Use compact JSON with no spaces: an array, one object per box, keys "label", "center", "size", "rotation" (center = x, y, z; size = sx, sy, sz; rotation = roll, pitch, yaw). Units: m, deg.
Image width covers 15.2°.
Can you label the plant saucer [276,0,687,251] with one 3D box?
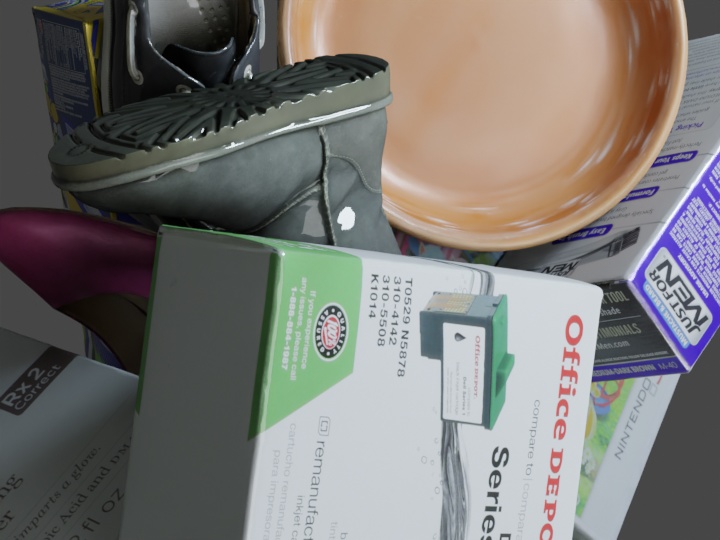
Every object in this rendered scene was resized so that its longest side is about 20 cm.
[{"label":"plant saucer","center":[0.056,-0.108,1.283],"size":[0.199,0.037,0.201],"rotation":[1,86,-12]}]

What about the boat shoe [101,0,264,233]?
[{"label":"boat shoe","center":[-0.075,-0.105,1.218],"size":[0.074,0.060,0.201],"rotation":[-12,106,-26]}]

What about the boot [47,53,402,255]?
[{"label":"boot","center":[-0.042,0.018,1.199],"size":[0.181,0.073,0.201],"rotation":[-14,113,-26]}]

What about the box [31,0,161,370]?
[{"label":"box","center":[-0.101,-0.032,1.293],"size":[0.070,0.064,0.201],"rotation":[-15,109,-25]}]

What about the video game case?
[{"label":"video game case","center":[0.088,0.013,1.347],"size":[0.200,0.022,0.183],"rotation":[40,60,-29]}]

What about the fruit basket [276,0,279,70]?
[{"label":"fruit basket","center":[0.032,-0.130,1.367],"size":[0.185,0.094,0.201],"rotation":[-5,92,-40]}]

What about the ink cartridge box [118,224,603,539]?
[{"label":"ink cartridge box","center":[0.004,0.064,1.140],"size":[0.199,0.084,0.147],"rotation":[5,92,-44]}]

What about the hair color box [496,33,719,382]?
[{"label":"hair color box","center":[0.153,-0.034,1.323],"size":[0.065,0.109,0.200],"rotation":[54,55,-21]}]

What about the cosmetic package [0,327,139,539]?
[{"label":"cosmetic package","center":[-0.134,0.150,1.228],"size":[0.165,0.200,0.165],"rotation":[-49,129,-22]}]

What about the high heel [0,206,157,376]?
[{"label":"high heel","center":[-0.094,0.043,1.224],"size":[0.200,0.067,0.097],"rotation":[26,62,-33]}]
